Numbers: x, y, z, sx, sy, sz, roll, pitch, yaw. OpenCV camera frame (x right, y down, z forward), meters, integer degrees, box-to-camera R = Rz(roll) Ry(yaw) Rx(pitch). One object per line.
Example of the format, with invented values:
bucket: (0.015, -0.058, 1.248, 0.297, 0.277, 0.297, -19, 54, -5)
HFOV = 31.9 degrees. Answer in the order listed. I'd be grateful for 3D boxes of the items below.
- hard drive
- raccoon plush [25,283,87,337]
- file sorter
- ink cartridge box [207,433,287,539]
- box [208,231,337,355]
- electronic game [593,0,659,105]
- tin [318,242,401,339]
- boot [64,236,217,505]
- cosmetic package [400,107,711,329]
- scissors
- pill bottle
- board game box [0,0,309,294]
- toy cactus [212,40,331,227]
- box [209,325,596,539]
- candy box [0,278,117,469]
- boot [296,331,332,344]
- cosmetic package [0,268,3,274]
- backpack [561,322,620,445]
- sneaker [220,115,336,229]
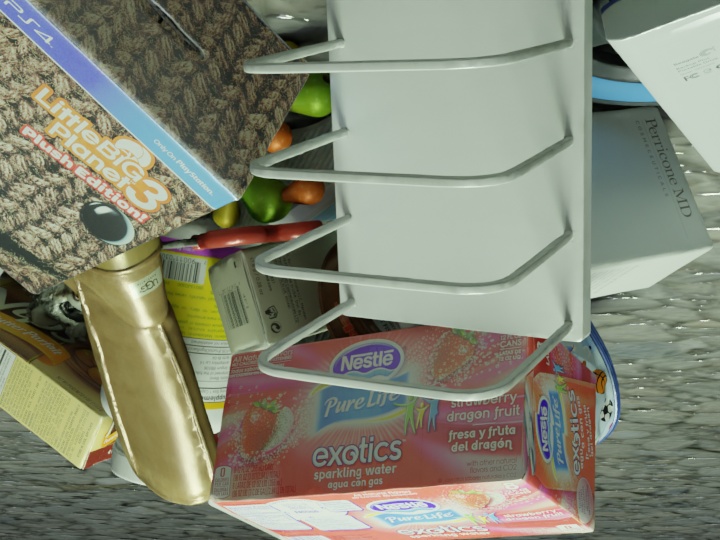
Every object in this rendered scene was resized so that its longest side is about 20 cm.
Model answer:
hard drive: (0.221, -0.111, 0.659, 0.131, 0.026, 0.200, -17, 158, 26)
raccoon plush: (-0.206, 0.037, 1.100, 0.133, 0.098, 0.200, 9, 160, 4)
file sorter: (0.025, -0.056, 0.590, 0.138, 0.202, 0.124, 5, -164, 27)
ink cartridge box: (-0.086, 0.131, 1.155, 0.175, 0.200, 0.045, 20, 138, 18)
box: (0.000, 0.000, 0.892, 0.199, 0.069, 0.082, -16, 178, -25)
electronic game: (0.162, -0.139, 0.663, 0.198, 0.042, 0.200, 2, 159, 1)
tin: (0.061, 0.002, 0.829, 0.199, 0.113, 0.042, -27, 175, -38)
boot: (-0.169, 0.042, 0.845, 0.066, 0.175, 0.201, -28, 127, -25)
cosmetic package: (0.106, -0.033, 0.761, 0.199, 0.102, 0.074, -11, 164, -29)
scissors: (-0.092, -0.018, 0.817, 0.073, 0.014, 0.200, -9, -178, -28)
pill bottle: (-0.138, 0.056, 0.951, 0.103, 0.202, 0.104, 10, -174, -1)
board game box: (-0.156, -0.093, 0.653, 0.159, 0.097, 0.199, 43, 140, -24)
toy cactus: (-0.100, -0.092, 0.774, 0.165, 0.103, 0.199, 38, 145, -28)
box: (0.025, 0.096, 0.721, 0.199, 0.095, 0.103, -10, 150, 31)
candy box: (-0.262, 0.080, 1.063, 0.199, 0.056, 0.115, 32, -163, 20)
boot: (-0.011, 0.108, 1.010, 0.164, 0.066, 0.200, 16, 154, -15)
cosmetic package: (-0.339, -0.026, 0.807, 0.199, 0.113, 0.081, 27, 159, 1)
backpack: (0.131, 0.104, 1.101, 0.154, 0.201, 0.190, -35, -169, -39)
sneaker: (-0.013, -0.057, 0.849, 0.199, 0.075, 0.082, -17, 150, 42)
